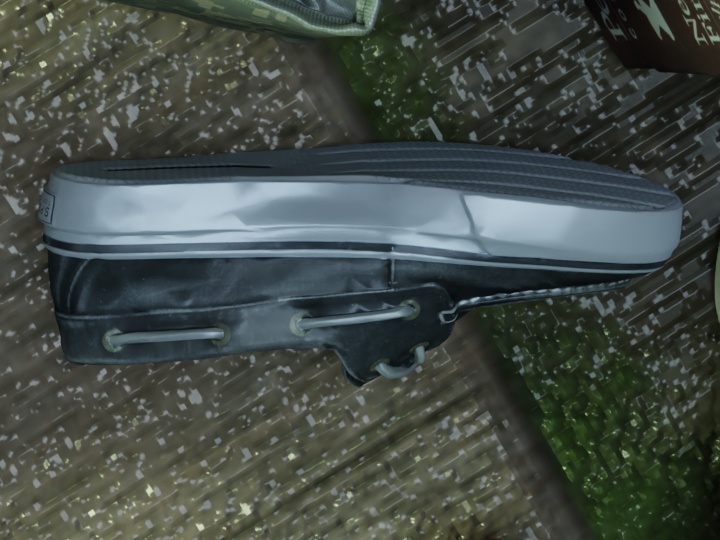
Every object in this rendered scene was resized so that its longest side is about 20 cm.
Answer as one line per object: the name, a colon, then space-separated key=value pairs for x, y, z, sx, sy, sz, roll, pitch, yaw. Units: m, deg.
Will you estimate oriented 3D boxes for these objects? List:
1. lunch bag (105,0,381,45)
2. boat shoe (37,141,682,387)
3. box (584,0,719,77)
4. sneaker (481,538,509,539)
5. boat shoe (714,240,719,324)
lunch bag: x=-0.033 y=-0.171 z=0.693 sx=0.117 sy=0.164 sz=0.200 roll=12 pitch=94 yaw=-7
boat shoe: x=0.000 y=0.000 z=0.773 sx=0.200 sy=0.072 sz=0.071 roll=0 pitch=105 yaw=0
box: x=0.132 y=-0.163 z=0.705 sx=0.164 sy=0.200 sz=0.166 roll=-31 pitch=100 yaw=-5
sneaker: x=0.071 y=0.166 z=0.792 sx=0.121 sy=0.084 sz=0.200 roll=-33 pitch=99 yaw=5
boat shoe: x=0.154 y=0.041 z=0.793 sx=0.074 sy=0.063 sz=0.202 roll=6 pitch=84 yaw=-8
